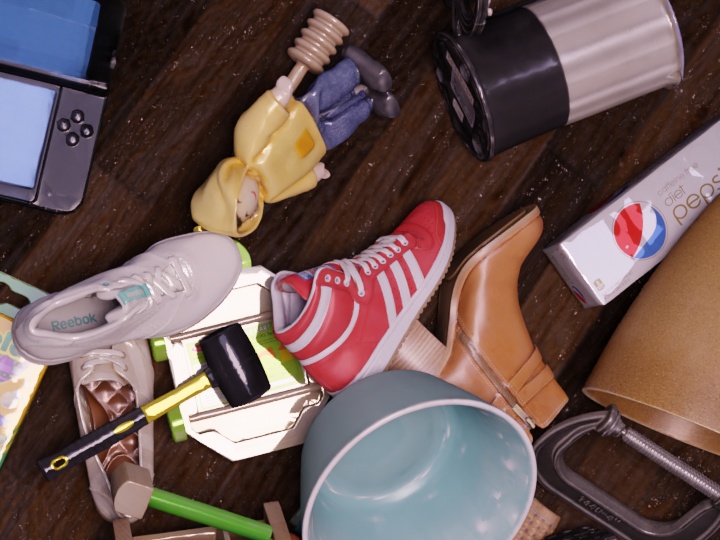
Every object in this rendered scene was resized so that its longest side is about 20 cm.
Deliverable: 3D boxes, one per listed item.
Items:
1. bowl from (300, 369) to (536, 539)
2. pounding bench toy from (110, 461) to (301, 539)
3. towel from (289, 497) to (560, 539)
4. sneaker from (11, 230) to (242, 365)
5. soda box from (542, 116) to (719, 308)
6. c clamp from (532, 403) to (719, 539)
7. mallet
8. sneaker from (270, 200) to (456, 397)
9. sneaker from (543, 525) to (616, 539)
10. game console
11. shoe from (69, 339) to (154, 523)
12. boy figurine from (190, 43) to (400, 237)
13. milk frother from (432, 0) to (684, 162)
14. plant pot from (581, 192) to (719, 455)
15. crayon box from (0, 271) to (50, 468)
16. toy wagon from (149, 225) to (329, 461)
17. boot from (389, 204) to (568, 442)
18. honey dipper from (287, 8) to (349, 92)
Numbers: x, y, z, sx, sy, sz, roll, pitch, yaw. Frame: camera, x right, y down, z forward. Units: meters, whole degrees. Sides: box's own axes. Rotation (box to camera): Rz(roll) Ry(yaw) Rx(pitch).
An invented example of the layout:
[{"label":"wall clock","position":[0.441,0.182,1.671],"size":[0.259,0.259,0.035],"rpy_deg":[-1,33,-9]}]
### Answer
[{"label":"bowl","position":[0.030,0.160,1.438],"size":[0.200,0.105,0.202],"rpy_deg":[-12,124,-18]},{"label":"pounding bench toy","position":[-0.113,0.240,1.415],"size":[0.155,0.124,0.201],"rpy_deg":[-7,113,-10]},{"label":"towel","position":[0.056,0.214,1.535],"size":[0.200,0.022,0.147],"rpy_deg":[36,83,-8]},{"label":"sneaker","position":[-0.180,0.022,1.431],"size":[0.199,0.088,0.076],"rpy_deg":[-25,87,-17]},{"label":"soda box","position":[0.259,-0.052,1.563],"size":[0.200,0.064,0.068],"rpy_deg":[-37,92,-10]},{"label":"c clamp","position":[0.250,0.173,1.513],"size":[0.199,0.171,0.027],"rpy_deg":[29,46,-5]},{"label":"mallet","position":[-0.164,0.122,1.450],"size":[0.200,0.041,0.066],"rpy_deg":[-36,95,-11]},{"label":"sneaker","position":[0.000,0.000,1.484],"size":[0.112,0.071,0.201],"rpy_deg":[41,63,-25]},{"label":"sneaker","position":[0.130,0.279,1.501],"size":[0.199,0.074,0.080],"rpy_deg":[-14,96,-11]},{"label":"game console","position":[-0.305,-0.154,1.448],"size":[0.199,0.116,0.177],"rpy_deg":[13,84,-8]},{"label":"shoe","position":[-0.202,0.111,1.480],"size":[0.069,0.053,0.202],"rpy_deg":[-8,88,-10]},{"label":"boy figurine","position":[-0.060,-0.106,1.487],"size":[0.200,0.125,0.064],"rpy_deg":[-41,54,-21]},{"label":"milk frother","position":[0.162,-0.213,1.489],"size":[0.187,0.200,0.181],"rpy_deg":[-22,86,-10]},{"label":"plant pot","position":[0.308,0.044,1.490],"size":[0.185,0.186,0.201],"rpy_deg":[24,84,-7]},{"label":"crayon box","position":[-0.332,0.093,1.461],"size":[0.125,0.052,0.201],"rpy_deg":[24,82,-7]},{"label":"toy wagon","position":[-0.100,0.055,1.509],"size":[0.154,0.040,0.201],"rpy_deg":[-13,88,-10]},{"label":"boot","position":[0.126,0.058,1.534],"size":[0.155,0.074,0.200],"rpy_deg":[42,88,-7]},{"label":"honey dipper","position":[-0.079,-0.133,1.527],"size":[0.038,0.038,0.201],"rpy_deg":[34,85,-6]}]
